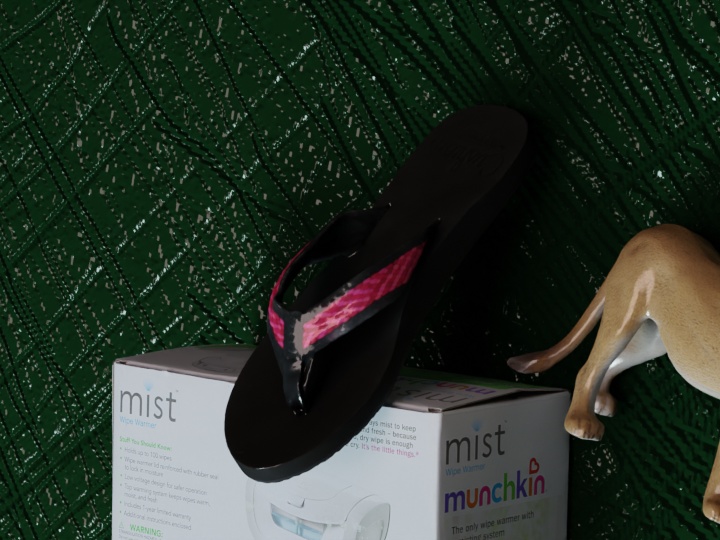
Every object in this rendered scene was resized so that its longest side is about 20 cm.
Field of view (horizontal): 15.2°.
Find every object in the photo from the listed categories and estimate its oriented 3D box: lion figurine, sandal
[{"bbox_3d":[0.143,0.024,1.068,0.200,0.072,0.123,28,104,42],"label":"lion figurine"},{"bbox_3d":[0.000,0.000,1.134,0.075,0.045,0.200,18,65,43],"label":"sandal"}]

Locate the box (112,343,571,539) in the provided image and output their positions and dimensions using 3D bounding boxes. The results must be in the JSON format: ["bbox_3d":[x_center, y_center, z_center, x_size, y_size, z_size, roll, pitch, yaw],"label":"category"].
[{"bbox_3d":[-0.015,0.130,1.200,0.200,0.097,0.177,5,97,42],"label":"box"}]
